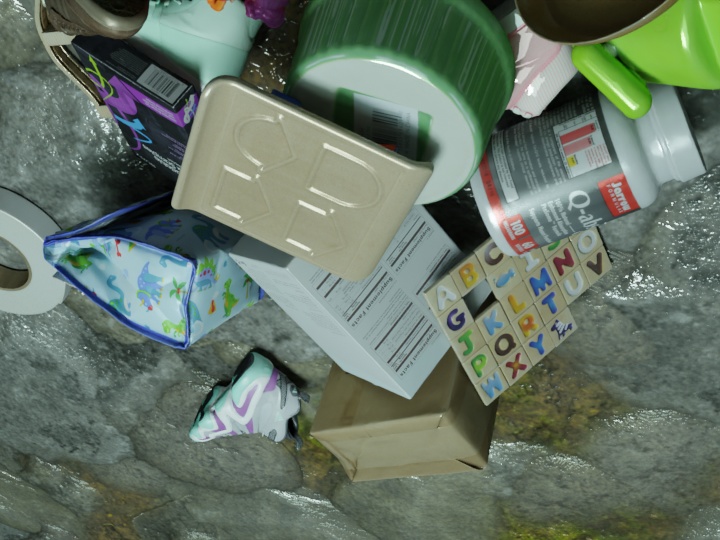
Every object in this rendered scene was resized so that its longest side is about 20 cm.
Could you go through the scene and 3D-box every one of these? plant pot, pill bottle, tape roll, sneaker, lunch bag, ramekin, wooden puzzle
[{"bbox_3d":[0.201,-0.255,0.831,0.198,0.203,0.027,-25,141,38],"label":"plant pot"},{"bbox_3d":[0.207,-0.099,1.019,0.197,0.117,0.117,-21,125,20],"label":"pill bottle"},{"bbox_3d":[-0.464,-0.024,1.421,0.199,0.037,0.205,11,136,11],"label":"tape roll"},{"bbox_3d":[0.114,-0.171,1.025,0.199,0.076,0.105,-28,114,34],"label":"sneaker"},{"bbox_3d":[-0.222,-0.020,1.216,0.197,0.170,0.130,18,113,22],"label":"lunch bag"},{"bbox_3d":[-0.245,-0.242,1.002,0.069,0.200,0.077,-7,127,-31],"label":"sneaker"},{"bbox_3d":[-0.179,-0.261,1.069,0.199,0.074,0.119,36,102,11],"label":"sneaker"},{"bbox_3d":[-0.141,0.207,1.501,0.139,0.078,0.200,34,136,-14],"label":"sneaker"},{"bbox_3d":[0.028,-0.149,0.944,0.196,0.099,0.202,13,144,10],"label":"ramekin"},{"bbox_3d":[-0.053,-0.081,0.954,0.197,0.047,0.186,20,146,-8],"label":"wooden puzzle"}]

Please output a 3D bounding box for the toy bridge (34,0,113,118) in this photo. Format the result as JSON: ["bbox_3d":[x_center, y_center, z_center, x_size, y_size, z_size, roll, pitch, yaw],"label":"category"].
[{"bbox_3d":[-0.299,-0.248,1.141,0.066,0.027,0.202,1,132,21],"label":"toy bridge"}]

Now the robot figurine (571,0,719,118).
[{"bbox_3d":[0.244,-0.207,0.869,0.199,0.176,0.116,21,151,53],"label":"robot figurine"}]

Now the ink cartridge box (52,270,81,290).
[{"bbox_3d":[-0.269,0.033,1.298,0.158,0.200,0.048,25,103,-4],"label":"ink cartridge box"}]

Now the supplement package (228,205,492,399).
[{"bbox_3d":[0.000,0.000,1.149,0.200,0.151,0.151,46,165,-26],"label":"supplement package"}]

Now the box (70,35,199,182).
[{"bbox_3d":[-0.202,-0.149,1.117,0.142,0.036,0.201,33,163,23],"label":"box"}]

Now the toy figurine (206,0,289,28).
[{"bbox_3d":[-0.096,-0.280,0.945,0.182,0.150,0.202,28,100,-26],"label":"toy figurine"}]

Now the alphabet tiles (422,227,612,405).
[{"bbox_3d":[0.173,0.022,1.143,0.168,0.199,0.008,58,169,-33],"label":"alphabet tiles"}]

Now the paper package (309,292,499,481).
[{"bbox_3d":[0.061,0.122,1.246,0.188,0.202,0.104,-13,133,32],"label":"paper package"}]
